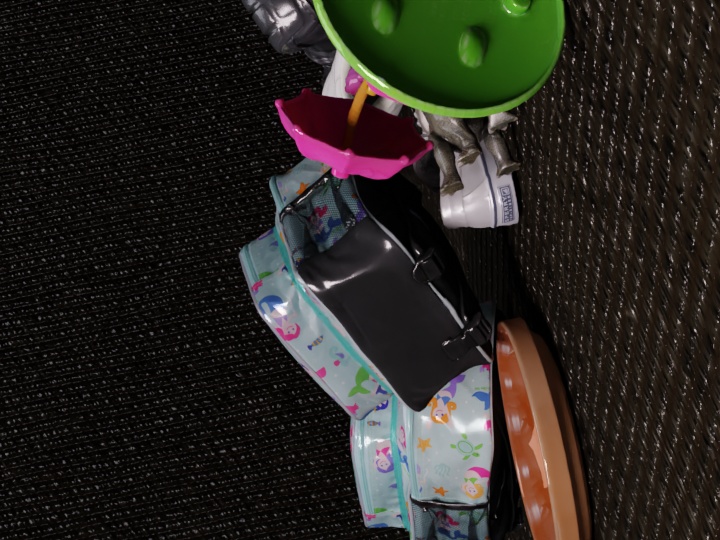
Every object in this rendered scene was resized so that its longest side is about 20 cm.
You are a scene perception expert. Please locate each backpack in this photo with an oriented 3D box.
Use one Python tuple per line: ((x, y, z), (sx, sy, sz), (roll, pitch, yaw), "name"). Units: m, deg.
((0.067, 0.122, 1.605), (0.200, 0.150, 0.178), (91, -176, -52), "backpack")
((0.000, 0.000, 1.471), (0.178, 0.150, 0.200), (50, -165, -34), "backpack")

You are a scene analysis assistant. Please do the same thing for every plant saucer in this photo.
((0.136, 0.133, 1.426), (0.200, 0.032, 0.201), (169, 90, -87), "plant saucer")

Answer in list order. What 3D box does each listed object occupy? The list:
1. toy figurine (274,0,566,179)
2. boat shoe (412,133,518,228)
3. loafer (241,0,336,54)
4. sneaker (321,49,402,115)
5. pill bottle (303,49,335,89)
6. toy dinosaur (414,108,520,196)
((0.017, -0.138, 1.132), (0.184, 0.150, 0.200), (132, 152, -59), "toy figurine")
((0.071, -0.092, 1.482), (0.200, 0.065, 0.074), (-106, 5, -65), "boat shoe")
((-0.021, -0.180, 1.250), (0.068, 0.070, 0.201), (56, -167, -4), "loafer")
((0.032, -0.185, 1.368), (0.100, 0.075, 0.200), (152, 136, -85), "sneaker")
((-0.012, -0.274, 1.951), (0.112, 0.112, 0.200), (-108, 7, -68), "pill bottle")
((0.068, -0.120, 1.343), (0.200, 0.077, 0.102), (75, 170, -67), "toy dinosaur")
